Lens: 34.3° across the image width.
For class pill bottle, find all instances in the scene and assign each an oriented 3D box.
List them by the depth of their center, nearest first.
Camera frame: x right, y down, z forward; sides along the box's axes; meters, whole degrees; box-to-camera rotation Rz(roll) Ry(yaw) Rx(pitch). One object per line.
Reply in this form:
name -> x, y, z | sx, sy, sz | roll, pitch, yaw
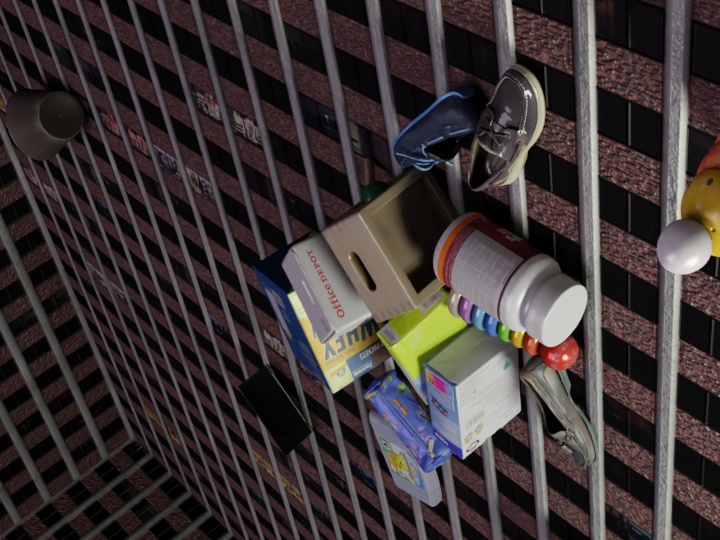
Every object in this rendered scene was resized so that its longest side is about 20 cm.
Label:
pill bottle -> 0.199, 0.012, 1.559 | 0.199, 0.109, 0.111 | 35, 149, 36

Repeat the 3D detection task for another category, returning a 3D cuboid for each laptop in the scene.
laptop -> -0.209, 0.327, 2.674 | 0.189, 0.115, 0.200 | 55, 155, 1

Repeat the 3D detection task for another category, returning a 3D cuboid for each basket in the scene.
basket -> -0.747, -0.358, 2.786 | 0.199, 0.135, 0.183 | 1, 117, 56

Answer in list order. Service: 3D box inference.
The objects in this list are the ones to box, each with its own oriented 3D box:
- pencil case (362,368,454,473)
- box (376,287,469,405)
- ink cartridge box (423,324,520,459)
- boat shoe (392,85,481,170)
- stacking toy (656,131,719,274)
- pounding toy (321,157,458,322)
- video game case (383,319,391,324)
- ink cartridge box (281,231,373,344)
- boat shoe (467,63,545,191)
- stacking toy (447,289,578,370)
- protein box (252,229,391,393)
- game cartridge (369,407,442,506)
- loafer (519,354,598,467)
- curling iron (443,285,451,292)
pencil case -> 0.090, 0.274, 2.113 | 0.201, 0.078, 0.087 | 50, -176, 10
box -> 0.114, 0.120, 1.784 | 0.048, 0.122, 0.201 | 44, 172, 41
ink cartridge box -> 0.175, 0.192, 1.792 | 0.076, 0.136, 0.202 | 34, 148, 39
boat shoe -> 0.098, -0.171, 1.545 | 0.070, 0.083, 0.200 | 64, 158, 7
stacking toy -> 0.351, -0.062, 1.089 | 0.146, 0.199, 0.147 | 40, 151, 27
pounding toy -> 0.044, -0.061, 1.695 | 0.141, 0.184, 0.202 | -23, 101, 52
video game case -> 0.059, 0.067, 1.936 | 0.184, 0.022, 0.200 | 56, 169, -1
ink cartridge box -> 0.000, 0.000, 1.775 | 0.149, 0.198, 0.086 | 62, 158, 9
boat shoe -> 0.174, -0.167, 1.437 | 0.072, 0.064, 0.201 | 47, 153, 20
stacking toy -> 0.219, 0.075, 1.644 | 0.199, 0.085, 0.086 | 35, 149, 29
protein box -> -0.066, 0.068, 2.030 | 0.198, 0.134, 0.202 | 32, 150, 63
game cartridge -> 0.092, 0.368, 2.281 | 0.132, 0.040, 0.202 | 15, 134, 50
loafer -> 0.284, 0.211, 1.706 | 0.071, 0.063, 0.202 | 7, 127, 58
curling iron -> 0.146, 0.035, 1.787 | 0.199, 0.025, 0.050 | 38, 126, 44
